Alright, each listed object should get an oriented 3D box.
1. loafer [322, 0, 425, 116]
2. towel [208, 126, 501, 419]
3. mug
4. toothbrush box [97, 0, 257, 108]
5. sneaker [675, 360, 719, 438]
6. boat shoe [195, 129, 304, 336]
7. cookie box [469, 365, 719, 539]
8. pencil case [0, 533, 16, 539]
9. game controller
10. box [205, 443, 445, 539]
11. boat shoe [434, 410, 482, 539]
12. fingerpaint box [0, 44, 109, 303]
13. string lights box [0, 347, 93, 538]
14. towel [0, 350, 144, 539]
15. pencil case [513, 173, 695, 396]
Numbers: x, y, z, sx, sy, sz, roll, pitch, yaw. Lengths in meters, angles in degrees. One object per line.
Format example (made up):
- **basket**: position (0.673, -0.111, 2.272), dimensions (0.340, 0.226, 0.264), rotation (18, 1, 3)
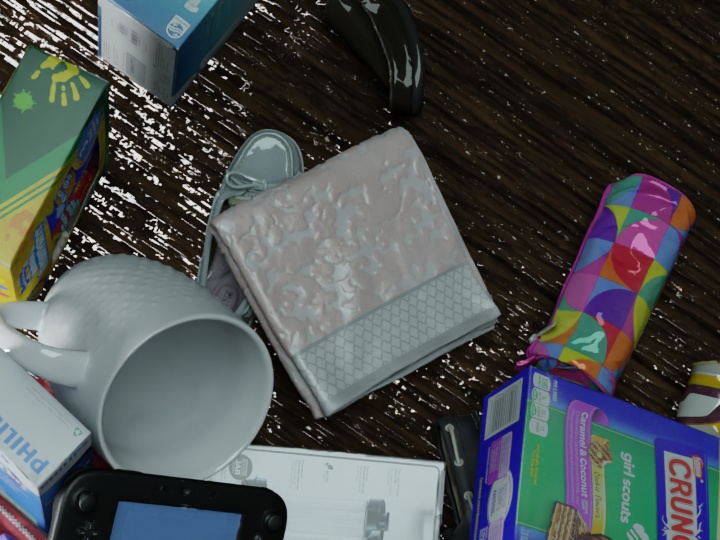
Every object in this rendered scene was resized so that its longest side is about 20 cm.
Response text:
- **loafer**: position (0.004, -0.217, 1.735), dimensions (0.071, 0.073, 0.200), rotation (-17, 70, -6)
- **towel**: position (0.000, 0.000, 1.657), dimensions (0.200, 0.032, 0.191), rotation (-27, 88, -28)
- **mug**: position (-0.193, 0.061, 1.541), dimensions (0.200, 0.175, 0.148), rotation (9, 108, -37)
- **toothbrush box**: position (-0.129, -0.255, 1.683), dimensions (0.085, 0.146, 0.200), rotation (37, 75, 3)
- **sneaker**: position (0.362, 0.144, 1.684), dimensions (0.200, 0.075, 0.090), rotation (17, 82, 4)
- **boat shoe**: position (-0.095, -0.028, 1.669), dimensions (0.074, 0.065, 0.202), rotation (21, 74, -1)
- **cookie box**: position (0.192, 0.191, 1.581), dimensions (0.200, 0.075, 0.171), rotation (21, 57, -22)
- **pencil case**: position (-0.317, 0.291, 1.534), dimensions (0.200, 0.086, 0.084), rotation (-45, 67, -8)
- **game controller**: position (-0.145, 0.205, 1.499), dimensions (0.200, 0.042, 0.104), rotation (11, 85, -36)
- **box**: position (-0.037, 0.201, 1.607), dimensions (0.200, 0.060, 0.117), rotation (5, 83, -8)
- **boat shoe**: position (0.095, 0.211, 1.626), dimensions (0.060, 0.074, 0.200), rotation (-1, 73, -8)
- **fingerpaint box**: position (-0.264, -0.060, 1.586), dimensions (0.073, 0.200, 0.167), rotation (25, 73, 0)
- **string lights box**: position (-0.256, 0.132, 1.514), dimensions (0.103, 0.200, 0.059), rotation (42, 72, 7)
- **towel**: position (-0.228, 0.154, 1.627), dimensions (0.145, 0.022, 0.200), rotation (42, 73, 7)
- **pencil case**: position (0.209, 0.016, 1.688), dimensions (0.088, 0.088, 0.200), rotation (29, 72, 1)
